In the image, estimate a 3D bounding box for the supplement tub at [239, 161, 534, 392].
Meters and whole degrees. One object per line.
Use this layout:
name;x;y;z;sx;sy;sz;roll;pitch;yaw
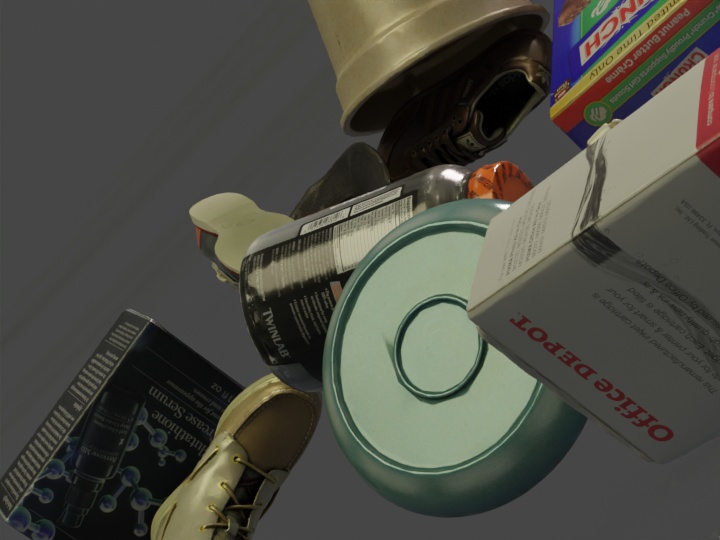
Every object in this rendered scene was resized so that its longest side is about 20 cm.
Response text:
supplement tub;0.027;0.003;1.085;0.200;0.123;0.123;-19;32;26

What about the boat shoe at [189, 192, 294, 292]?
boat shoe;-0.090;-0.011;1.295;0.071;0.063;0.200;-22;22;-16

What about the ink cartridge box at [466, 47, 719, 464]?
ink cartridge box;0.172;-0.009;0.767;0.200;0.145;0.083;-37;24;38

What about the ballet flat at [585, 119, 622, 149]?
ballet flat;0.175;-0.055;0.962;0.068;0.072;0.200;-49;18;12

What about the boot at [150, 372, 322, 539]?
boot;-0.094;0.182;1.172;0.200;0.072;0.155;-51;17;19

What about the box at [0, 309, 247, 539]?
box;-0.186;0.157;1.316;0.200;0.148;0.107;-55;18;-8

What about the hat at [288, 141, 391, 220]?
hat;0.000;0.000;1.272;0.201;0.081;0.201;-45;33;42

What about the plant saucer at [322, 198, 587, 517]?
plant saucer;0.053;0.049;0.960;0.200;0.027;0.200;-11;70;32

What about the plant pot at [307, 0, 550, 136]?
plant pot;0.031;-0.245;1.355;0.200;0.184;0.200;-28;-8;-4

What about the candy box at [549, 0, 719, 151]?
candy box;0.215;-0.184;1.101;0.169;0.077;0.200;-41;23;30

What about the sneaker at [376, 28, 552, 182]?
sneaker;0.082;-0.121;1.317;0.200;0.070;0.076;-43;22;27
